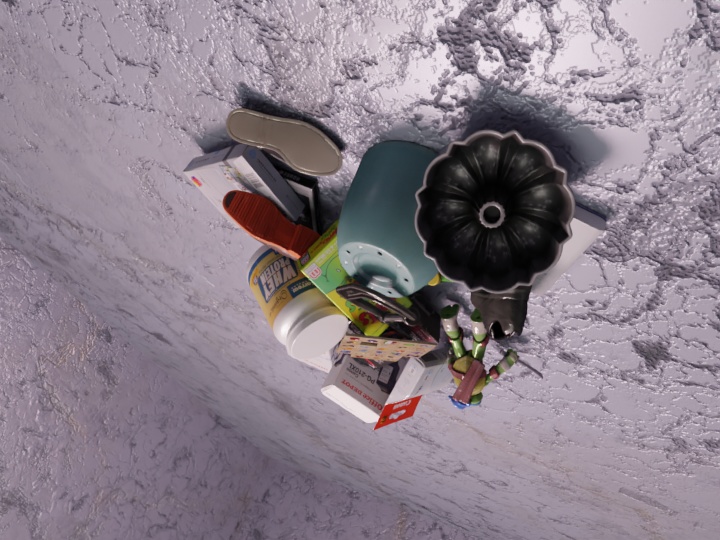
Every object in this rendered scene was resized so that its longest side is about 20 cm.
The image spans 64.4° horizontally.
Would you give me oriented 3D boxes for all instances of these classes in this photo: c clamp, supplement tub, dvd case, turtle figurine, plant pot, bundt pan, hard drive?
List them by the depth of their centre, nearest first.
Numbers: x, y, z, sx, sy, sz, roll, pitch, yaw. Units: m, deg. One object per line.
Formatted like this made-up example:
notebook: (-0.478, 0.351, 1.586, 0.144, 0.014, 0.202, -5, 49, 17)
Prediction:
bundt pan: (0.171, -0.079, 0.737, 0.196, 0.076, 0.208, 4, 107, 14)
hard drive: (0.254, -0.042, 0.849, 0.129, 0.026, 0.201, 27, 152, 6)
plant pot: (0.053, -0.061, 0.863, 0.196, 0.163, 0.202, 22, 152, 13)
c clamp: (0.040, 0.062, 0.919, 0.168, 0.028, 0.200, 30, 169, -5)
supplement tub: (-0.120, 0.051, 1.090, 0.202, 0.142, 0.146, 55, 166, 31)
dvd case: (-0.143, -0.122, 1.093, 0.147, 0.025, 0.202, 23, 150, 14)
turtle figurine: (0.233, 0.152, 1.132, 0.144, 0.196, 0.198, 36, 145, 59)

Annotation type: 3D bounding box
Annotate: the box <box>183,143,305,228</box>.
box: (-0.215, -0.150, 1.049, 0.197, 0.042, 0.156, -3, 138, 44)

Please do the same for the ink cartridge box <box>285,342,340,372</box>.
ink cartridge box: (-0.123, 0.169, 1.475, 0.144, 0.087, 0.202, 21, 152, 13)

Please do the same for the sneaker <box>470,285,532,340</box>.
sneaker: (0.220, 0.066, 0.935, 0.074, 0.094, 0.200, 4, 175, 1)

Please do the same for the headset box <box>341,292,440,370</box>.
headset box: (0.060, 0.105, 1.166, 0.198, 0.076, 0.148, -29, 121, 34)

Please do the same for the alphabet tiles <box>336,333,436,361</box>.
alphabet tiles: (0.041, 0.150, 1.084, 0.162, 0.008, 0.200, 7, 162, -7)

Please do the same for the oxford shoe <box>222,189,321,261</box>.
oxford shoe: (-0.159, -0.068, 1.013, 0.198, 0.072, 0.072, 34, 157, -12)

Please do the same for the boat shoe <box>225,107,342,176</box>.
boat shoe: (-0.115, -0.209, 0.915, 0.195, 0.074, 0.063, 22, -166, 4)

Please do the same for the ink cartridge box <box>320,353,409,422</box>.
ink cartridge box: (0.020, 0.218, 1.298, 0.143, 0.203, 0.084, 34, 152, -12)

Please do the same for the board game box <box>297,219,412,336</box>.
board game box: (-0.008, 0.021, 1.006, 0.200, 0.101, 0.048, 46, -175, -27)

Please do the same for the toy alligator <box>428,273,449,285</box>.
toy alligator: (0.143, -0.006, 0.990, 0.196, 0.059, 0.056, -4, 96, 39)

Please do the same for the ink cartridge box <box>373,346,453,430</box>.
ink cartridge box: (0.125, 0.263, 1.229, 0.047, 0.204, 0.158, 37, -157, 32)
